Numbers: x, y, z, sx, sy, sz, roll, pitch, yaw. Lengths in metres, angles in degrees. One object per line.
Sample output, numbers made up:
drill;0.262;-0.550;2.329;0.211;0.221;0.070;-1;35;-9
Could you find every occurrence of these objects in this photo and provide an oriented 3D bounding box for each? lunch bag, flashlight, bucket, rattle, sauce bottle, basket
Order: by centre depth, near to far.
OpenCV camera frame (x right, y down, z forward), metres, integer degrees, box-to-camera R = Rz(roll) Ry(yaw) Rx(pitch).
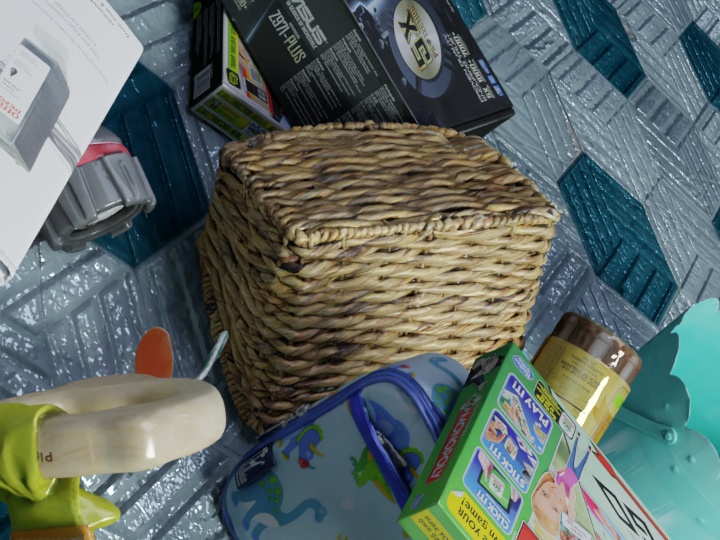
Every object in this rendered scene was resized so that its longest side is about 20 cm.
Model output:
rattle;-0.114;0.110;0.775;0.200;0.130;0.144;-40;108;-86
lunch bag;0.028;0.155;0.844;0.082;0.160;0.201;-16;76;-59
flashlight;-0.186;-0.111;0.872;0.068;0.068;0.201;-18;79;-48
sauce bottle;0.100;0.124;0.970;0.065;0.201;0.065;34;-6;4
basket;0.000;0.000;0.971;0.199;0.150;0.143;-7;34;-29
bucket;0.269;0.138;1.214;0.206;0.135;0.208;28;42;-28

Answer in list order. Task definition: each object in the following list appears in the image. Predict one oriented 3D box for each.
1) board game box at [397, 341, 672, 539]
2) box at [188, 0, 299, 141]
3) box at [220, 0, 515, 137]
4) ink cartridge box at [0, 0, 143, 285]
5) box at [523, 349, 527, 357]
board game box;0.109;0.151;0.786;0.200;0.029;0.135;50;35;-13
box;-0.071;-0.166;1.128;0.110;0.035;0.201;33;37;-35
box;0.002;-0.166;1.113;0.201;0.086;0.164;60;30;4
ink cartridge box;-0.199;-0.049;0.719;0.085;0.145;0.200;46;32;-20
box;0.061;0.050;1.070;0.049;0.082;0.201;4;59;-55
